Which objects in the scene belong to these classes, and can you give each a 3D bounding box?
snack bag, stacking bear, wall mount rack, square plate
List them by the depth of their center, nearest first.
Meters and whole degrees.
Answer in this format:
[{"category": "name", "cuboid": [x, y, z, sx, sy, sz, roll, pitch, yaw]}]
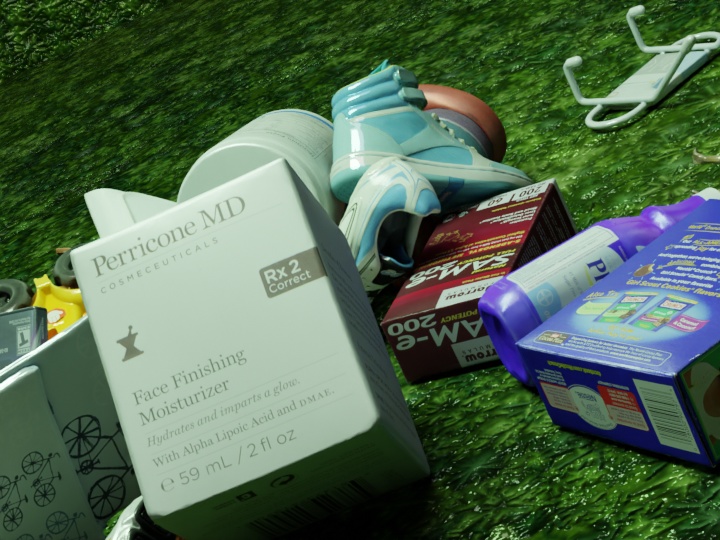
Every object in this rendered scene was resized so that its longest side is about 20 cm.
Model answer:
[{"category": "snack bag", "cuboid": [-0.218, 0.135, 1.277, 0.200, 0.189, 0.021, -36, 42, -28]}, {"category": "square plate", "cuboid": [-0.143, -0.021, 1.586, 0.200, 0.028, 0.198, 15, 16, -22]}, {"category": "stacking bear", "cuboid": [0.051, -0.070, 1.591, 0.114, 0.122, 0.200, -9, 34, 36]}, {"category": "wall mount rack", "cuboid": [0.301, -0.216, 1.698, 0.200, 0.075, 0.174, -40, 25, -33]}]

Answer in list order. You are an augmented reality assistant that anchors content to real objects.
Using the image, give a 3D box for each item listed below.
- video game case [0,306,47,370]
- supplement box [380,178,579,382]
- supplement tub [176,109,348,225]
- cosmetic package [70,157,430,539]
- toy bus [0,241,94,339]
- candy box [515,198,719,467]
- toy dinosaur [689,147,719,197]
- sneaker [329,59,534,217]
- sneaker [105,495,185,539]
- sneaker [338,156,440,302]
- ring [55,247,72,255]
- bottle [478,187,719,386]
[{"category": "video game case", "cuboid": [-0.306, 0.138, 1.393, 0.143, 0.200, 0.019, -11, -16, 33]}, {"category": "supplement box", "cuboid": [0.100, 0.005, 1.403, 0.109, 0.061, 0.200, -16, 22, 27]}, {"category": "supplement tub", "cuboid": [-0.077, -0.066, 1.530, 0.132, 0.132, 0.200, -20, 10, 14]}, {"category": "cosmetic package", "cuboid": [-0.072, 0.064, 1.179, 0.165, 0.200, 0.165, -24, -21, 6]}, {"category": "toy bus", "cuboid": [-0.252, 0.086, 1.534, 0.200, 0.136, 0.192, -25, 33, -9]}, {"category": "candy box", "cuboid": [0.235, 0.034, 1.153, 0.200, 0.077, 0.169, -35, 21, -23]}, {"category": "toy dinosaur", "cuboid": [0.337, -0.088, 1.398, 0.200, 0.058, 0.101, -34, 35, -2]}, {"category": "sneaker", "cuboid": [0.062, -0.118, 1.509, 0.200, 0.131, 0.080, 8, -28, -31]}, {"category": "sneaker", "cuboid": [-0.180, 0.222, 1.179, 0.092, 0.076, 0.200, -20, 19, 25]}, {"category": "sneaker", "cuboid": [0.000, 0.000, 1.423, 0.072, 0.200, 0.072, -7, 46, -43]}, {"category": "ring", "cuboid": [-0.198, -0.005, 1.697, 0.200, 0.019, 0.200, 4, -3, 0]}, {"category": "bottle", "cuboid": [0.187, 0.006, 1.269, 0.200, 0.084, 0.065, -29, 18, -13]}]
